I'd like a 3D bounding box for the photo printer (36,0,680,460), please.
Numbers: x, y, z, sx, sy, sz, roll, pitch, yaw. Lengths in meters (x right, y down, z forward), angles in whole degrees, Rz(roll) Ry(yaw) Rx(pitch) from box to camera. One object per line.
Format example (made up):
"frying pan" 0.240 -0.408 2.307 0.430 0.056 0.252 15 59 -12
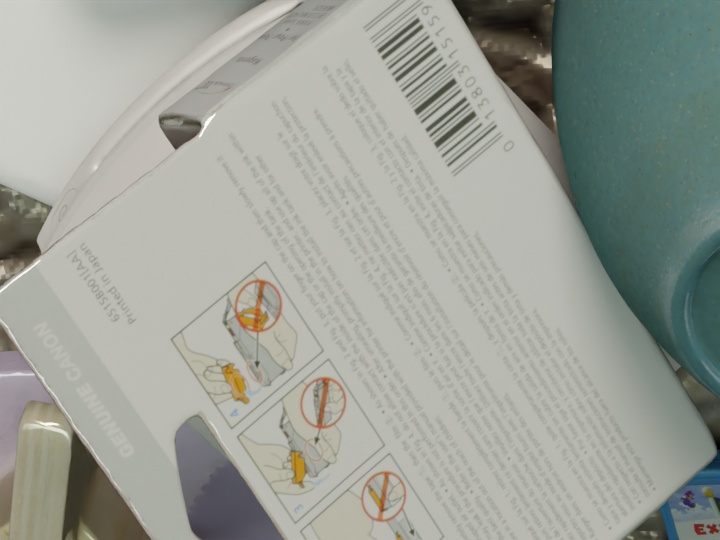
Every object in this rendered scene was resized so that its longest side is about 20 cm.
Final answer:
"photo printer" 0.000 0.000 0.901 0.166 0.070 0.200 -39 118 14

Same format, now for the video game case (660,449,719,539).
"video game case" 0.201 0.155 0.981 0.142 0.018 0.201 -4 117 31

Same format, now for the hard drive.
"hard drive" -0.117 -0.096 0.884 0.199 0.026 0.132 24 114 -20

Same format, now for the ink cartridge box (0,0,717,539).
"ink cartridge box" -0.002 0.031 0.807 0.173 0.044 0.201 -39 110 -16

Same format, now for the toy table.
"toy table" -0.110 0.110 0.949 0.199 0.117 0.185 -2 114 4

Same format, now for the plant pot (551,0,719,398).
"plant pot" 0.145 -0.030 0.768 0.199 0.135 0.201 9 135 9
